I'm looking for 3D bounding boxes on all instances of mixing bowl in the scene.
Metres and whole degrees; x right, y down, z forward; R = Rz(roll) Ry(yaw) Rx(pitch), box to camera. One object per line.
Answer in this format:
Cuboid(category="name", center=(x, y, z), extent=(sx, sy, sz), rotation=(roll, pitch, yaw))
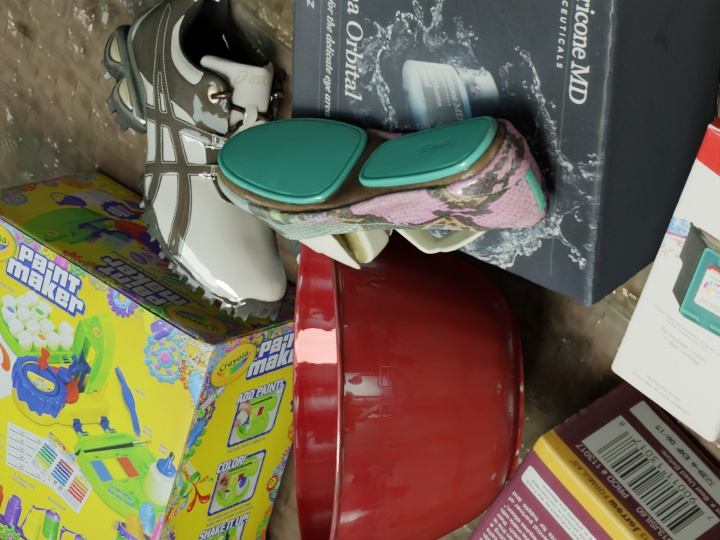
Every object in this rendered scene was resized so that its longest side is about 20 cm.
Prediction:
Cuboid(category="mixing bowl", center=(0.026, 0.064, 1.473), extent=(0.200, 0.108, 0.202), rotation=(179, 90, -83))

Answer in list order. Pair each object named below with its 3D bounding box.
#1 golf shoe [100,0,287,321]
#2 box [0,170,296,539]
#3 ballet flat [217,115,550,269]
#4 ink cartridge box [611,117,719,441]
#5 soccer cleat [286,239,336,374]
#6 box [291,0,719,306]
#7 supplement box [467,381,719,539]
Cuboid(category="golf shoe", center=(-0.081, -0.070, 1.568), extent=(0.094, 0.077, 0.201), rotation=(-38, 69, 38))
Cuboid(category="box", center=(-0.151, 0.073, 1.676), extent=(0.199, 0.122, 0.194), rotation=(30, 116, 28))
Cuboid(category="ballet flat", center=(0.011, -0.036, 1.367), extent=(0.199, 0.069, 0.071), rotation=(-1, 134, 43))
Cuboid(category="ink cartridge box", center=(0.204, -0.028, 1.315), extent=(0.067, 0.116, 0.201), rotation=(37, 134, 22))
Cuboid(category="soccer cleat", center=(0.000, 0.000, 1.575), extent=(0.073, 0.068, 0.201), rotation=(5, 115, 16))
Cuboid(category="box", center=(0.074, -0.119, 1.386), extent=(0.199, 0.117, 0.198), rotation=(24, 128, 31))
Cuboid(category="supplement box", center=(0.121, 0.171, 1.530), extent=(0.110, 0.085, 0.200), rotation=(47, 137, 17))
